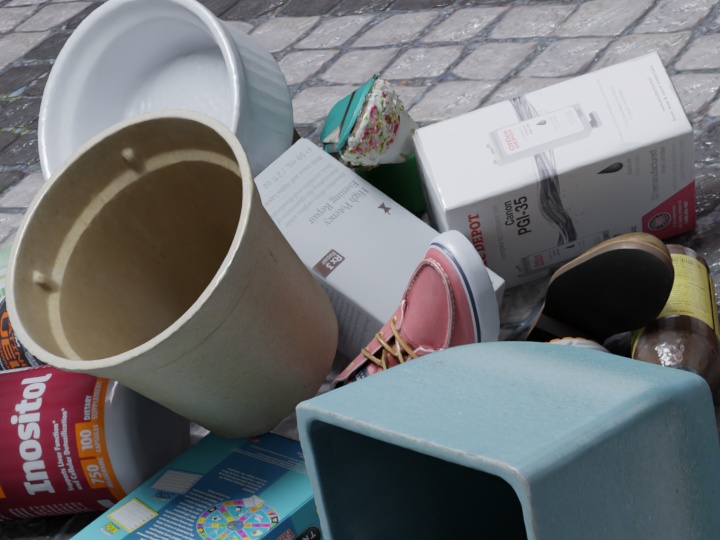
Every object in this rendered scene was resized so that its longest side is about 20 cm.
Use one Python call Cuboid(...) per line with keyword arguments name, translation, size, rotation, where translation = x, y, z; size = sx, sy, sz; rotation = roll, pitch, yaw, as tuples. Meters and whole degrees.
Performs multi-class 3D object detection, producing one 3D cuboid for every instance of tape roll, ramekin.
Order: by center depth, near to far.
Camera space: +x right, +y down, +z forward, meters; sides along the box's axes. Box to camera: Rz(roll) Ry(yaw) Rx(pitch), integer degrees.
Cuboid(name="ramekin", translation=(-0.148, -0.112, 1.771), size=(0.199, 0.202, 0.097), rotation=(-1, -9, 34))
Cuboid(name="tape roll", translation=(0.095, -0.096, 1.894), size=(0.199, 0.049, 0.200), rotation=(-17, 7, 2))

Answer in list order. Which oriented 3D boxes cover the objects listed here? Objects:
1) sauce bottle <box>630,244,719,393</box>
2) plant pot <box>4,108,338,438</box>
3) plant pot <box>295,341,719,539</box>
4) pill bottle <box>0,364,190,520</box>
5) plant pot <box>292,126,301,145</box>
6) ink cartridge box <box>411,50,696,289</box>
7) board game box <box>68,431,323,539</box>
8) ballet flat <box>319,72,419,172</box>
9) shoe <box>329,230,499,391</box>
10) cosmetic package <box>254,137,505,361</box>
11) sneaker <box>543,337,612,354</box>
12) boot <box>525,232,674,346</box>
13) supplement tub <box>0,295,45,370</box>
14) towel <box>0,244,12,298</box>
Cuboid(name="sauce bottle", translation=(0.218, 0.053, 1.566), size=(0.064, 0.065, 0.200), rotation=(-13, 25, 13))
Cuboid(name="plant pot", translation=(-0.114, 0.021, 1.579), size=(0.199, 0.183, 0.202), rotation=(-17, 52, 24))
Cuboid(name="plant pot", translation=(0.112, 0.143, 1.338), size=(0.199, 0.198, 0.195), rotation=(-27, 25, -34))
Cuboid(name="pill bottle", translation=(-0.237, 0.128, 1.688), size=(0.199, 0.114, 0.113), rotation=(-9, 28, 23))
Cuboid(name="plant pot", translation=(-0.110, -0.072, 1.916), size=(0.199, 0.176, 0.201), rotation=(-15, 26, 7))
Cuboid(name="ink cartridge box", translation=(0.151, -0.069, 1.735), size=(0.199, 0.147, 0.083), rotation=(-18, 58, -2))
Cuboid(name="board game box", translation=(-0.110, 0.188, 1.556), size=(0.200, 0.047, 0.150), rotation=(-37, 30, -30))
Cuboid(name="ballet flat", translation=(0.013, -0.109, 1.743), size=(0.200, 0.064, 0.076), rotation=(-147, 82, -83))
Cuboid(name="shoe", translation=(0.035, 0.061, 1.541), size=(0.091, 0.201, 0.072), rotation=(-25, 57, -23))
Cuboid(name="cosmetic package", translation=(0.000, 0.000, 1.696), size=(0.199, 0.074, 0.102), rotation=(34, 54, 16))
Cuboid(name="sneaker", translation=(0.108, 0.118, 1.535), size=(0.199, 0.076, 0.092), rotation=(-23, 52, -26))
Cuboid(name="boot", translation=(0.170, 0.005, 1.570), size=(0.076, 0.073, 0.200), rotation=(-62, 4, -24))
Cuboid(name="supplement tub", translation=(-0.222, 0.043, 1.770), size=(0.107, 0.107, 0.200), rotation=(-39, 5, -34))
Cuboid(name="towel", translation=(-0.280, 0.005, 2.059), size=(0.152, 0.024, 0.200), rotation=(-25, 26, -8))
